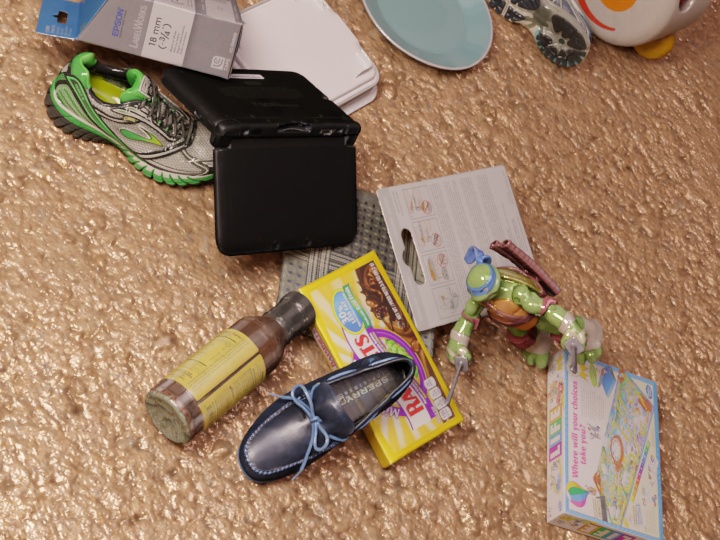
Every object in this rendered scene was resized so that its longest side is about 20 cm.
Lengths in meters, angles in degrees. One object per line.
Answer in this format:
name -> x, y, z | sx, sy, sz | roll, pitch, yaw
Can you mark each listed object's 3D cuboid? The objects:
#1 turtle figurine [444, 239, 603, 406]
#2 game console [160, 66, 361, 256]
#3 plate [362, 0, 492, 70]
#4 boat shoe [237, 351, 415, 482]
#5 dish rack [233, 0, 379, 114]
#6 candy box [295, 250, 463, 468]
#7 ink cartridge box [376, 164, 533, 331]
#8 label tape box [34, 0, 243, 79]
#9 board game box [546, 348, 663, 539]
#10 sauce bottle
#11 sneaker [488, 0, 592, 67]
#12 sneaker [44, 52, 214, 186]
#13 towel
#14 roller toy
turtle figurine -> 0.171, 0.083, 1.417 | 0.193, 0.144, 0.201 | 23, 33, -50
game console -> -0.103, -0.118, 1.396 | 0.199, 0.117, 0.176 | -6, 41, -47
plate -> 0.079, -0.332, 1.703 | 0.198, 0.026, 0.202 | 16, 56, -24
boat shoe -> -0.033, 0.130, 1.300 | 0.199, 0.069, 0.085 | -37, 90, -23
dish rack -> -0.075, -0.245, 1.542 | 0.199, 0.044, 0.172 | -34, 83, -41
candy box -> 0.019, 0.090, 1.382 | 0.101, 0.026, 0.202 | -27, 86, -25
ink cartridge box -> 0.104, -0.024, 1.496 | 0.198, 0.057, 0.165 | -13, 84, -34
label tape box -> -0.227, -0.269, 1.386 | 0.197, 0.064, 0.145 | 12, 23, -15
board game box -> 0.271, 0.199, 1.495 | 0.133, 0.034, 0.202 | 21, 54, -20
sauce bottle -> -0.119, 0.088, 1.295 | 0.065, 0.065, 0.199 | 50, 51, 4
sneaker -> 0.234, -0.362, 1.798 | 0.200, 0.077, 0.086 | 49, 37, -6
sneaker -> -0.219, -0.152, 1.369 | 0.198, 0.085, 0.079 | 22, 53, -20
towel -> 0.000, 0.000, 1.454 | 0.190, 0.035, 0.202 | 19, 56, -18
roller toy -> 0.389, -0.406, 1.836 | 0.139, 0.182, 0.201 | -23, 76, -40
